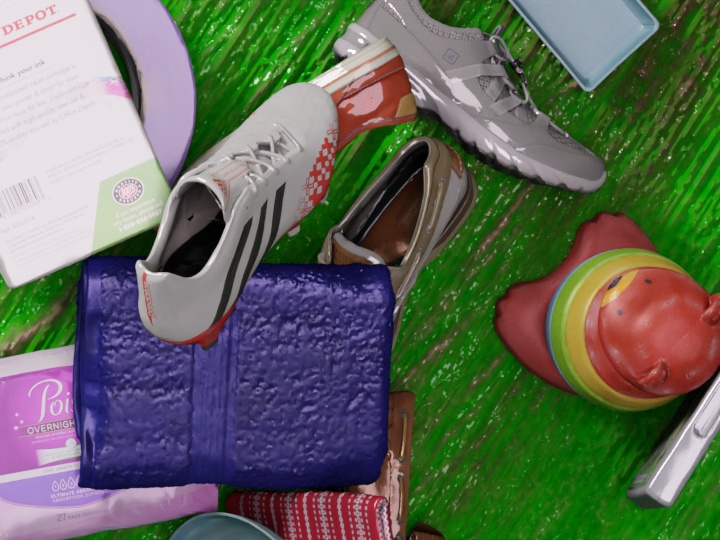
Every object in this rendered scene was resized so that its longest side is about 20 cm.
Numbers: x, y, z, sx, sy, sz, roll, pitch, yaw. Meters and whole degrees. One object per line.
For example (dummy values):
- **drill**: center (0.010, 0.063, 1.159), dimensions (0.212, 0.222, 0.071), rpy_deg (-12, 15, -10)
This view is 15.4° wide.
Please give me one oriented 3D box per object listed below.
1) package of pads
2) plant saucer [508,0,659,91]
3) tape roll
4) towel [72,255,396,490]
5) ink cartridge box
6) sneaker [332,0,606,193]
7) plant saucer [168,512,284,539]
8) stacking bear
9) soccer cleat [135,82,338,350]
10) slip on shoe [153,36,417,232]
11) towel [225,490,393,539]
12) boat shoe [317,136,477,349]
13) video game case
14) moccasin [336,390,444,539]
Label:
- **package of pads**: center (-0.196, 0.111, 1.706), dimensions (0.199, 0.076, 0.121), rpy_deg (-10, 95, -9)
- **plant saucer**: center (0.111, -0.216, 1.773), dimensions (0.070, 0.019, 0.200), rpy_deg (-42, 96, -6)
- **tape roll**: center (-0.207, -0.107, 1.693), dimensions (0.198, 0.085, 0.202), rpy_deg (0, 91, -9)
- **towel**: center (-0.080, 0.063, 1.661), dimensions (0.198, 0.050, 0.149), rpy_deg (1, 104, -10)
- **ink cartridge box**: center (-0.202, -0.103, 1.617), dimensions (0.116, 0.067, 0.201), rpy_deg (-23, 96, -7)
- **sneaker**: center (0.083, -0.120, 1.741), dimensions (0.199, 0.075, 0.082), rpy_deg (33, 88, -8)
- **plant saucer**: center (-0.063, 0.248, 1.687), dimensions (0.027, 0.200, 0.202), rpy_deg (-15, 95, -39)
- **stacking bear**: center (0.176, 0.036, 1.698), dimensions (0.121, 0.200, 0.114), rpy_deg (-40, 97, -6)
- **soccer cleat**: center (-0.073, -0.045, 1.594), dimensions (0.068, 0.085, 0.201), rpy_deg (20, 62, 24)
- **slip on shoe**: center (-0.050, -0.074, 1.704), dimensions (0.199, 0.074, 0.061), rpy_deg (-31, 94, 13)
- **towel**: center (-0.024, 0.210, 1.679), dimensions (0.022, 0.200, 0.146), rpy_deg (-11, 93, -30)
- **boat shoe**: center (0.000, 0.000, 1.724), dimensions (0.074, 0.068, 0.201), rpy_deg (25, 79, 27)
- **video game case**: center (0.232, 0.072, 1.710), dimensions (0.022, 0.200, 0.183), rpy_deg (33, 87, 5)
- **moccasin**: center (0.026, 0.180, 1.749), dimensions (0.077, 0.074, 0.203), rpy_deg (-7, 86, -1)
